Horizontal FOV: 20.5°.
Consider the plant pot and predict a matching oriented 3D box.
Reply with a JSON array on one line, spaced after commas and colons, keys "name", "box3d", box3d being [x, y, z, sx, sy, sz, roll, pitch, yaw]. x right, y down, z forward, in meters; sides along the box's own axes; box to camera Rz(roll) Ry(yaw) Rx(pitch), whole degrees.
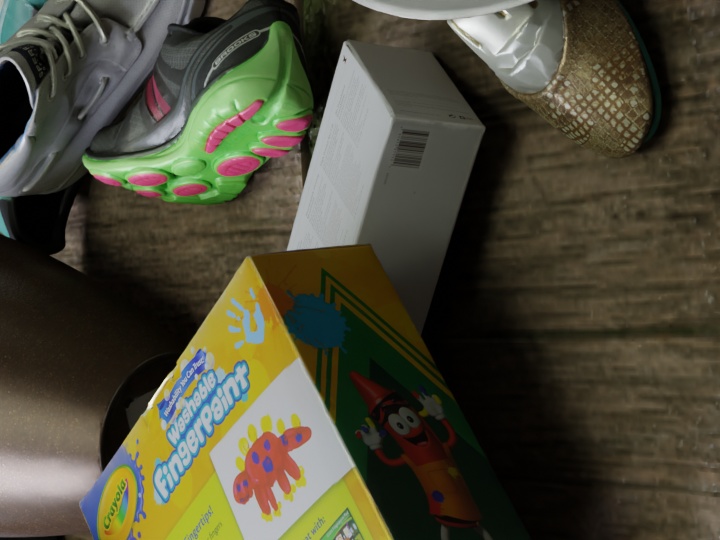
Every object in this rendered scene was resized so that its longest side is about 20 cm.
[{"name": "plant pot", "box3d": [-0.179, 0.075, 1.135, 0.200, 0.187, 0.187, 9, 101, 41]}]

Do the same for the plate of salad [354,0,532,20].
[{"name": "plate of salad", "box3d": [0.058, -0.187, 0.807, 0.200, 0.048, 0.200, -11, 65, 25]}]

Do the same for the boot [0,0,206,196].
[{"name": "boot", "box3d": [-0.158, -0.120, 1.097, 0.074, 0.096, 0.200, 37, 112, 14]}]

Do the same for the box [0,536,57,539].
[{"name": "box", "box3d": [-0.234, 0.265, 1.298, 0.141, 0.079, 0.200, -55, 49, 47]}]

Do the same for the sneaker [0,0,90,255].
[{"name": "sneaker", "box3d": [-0.184, -0.100, 1.205, 0.080, 0.071, 0.200, 44, 132, 37]}]

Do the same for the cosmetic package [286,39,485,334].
[{"name": "cosmetic package", "box3d": [0.000, 0.000, 0.942, 0.083, 0.051, 0.200, -120, 40, -53]}]

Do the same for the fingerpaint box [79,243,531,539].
[{"name": "fingerpaint box", "box3d": [-0.030, 0.114, 0.880, 0.200, 0.073, 0.167, -54, 54, 40]}]

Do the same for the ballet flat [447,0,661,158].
[{"name": "ballet flat", "box3d": [0.056, -0.126, 0.845, 0.200, 0.065, 0.071, 62, 139, 31]}]

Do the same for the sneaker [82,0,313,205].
[{"name": "sneaker", "box3d": [-0.083, -0.089, 1.063, 0.200, 0.077, 0.084, -22, 57, 52]}]
